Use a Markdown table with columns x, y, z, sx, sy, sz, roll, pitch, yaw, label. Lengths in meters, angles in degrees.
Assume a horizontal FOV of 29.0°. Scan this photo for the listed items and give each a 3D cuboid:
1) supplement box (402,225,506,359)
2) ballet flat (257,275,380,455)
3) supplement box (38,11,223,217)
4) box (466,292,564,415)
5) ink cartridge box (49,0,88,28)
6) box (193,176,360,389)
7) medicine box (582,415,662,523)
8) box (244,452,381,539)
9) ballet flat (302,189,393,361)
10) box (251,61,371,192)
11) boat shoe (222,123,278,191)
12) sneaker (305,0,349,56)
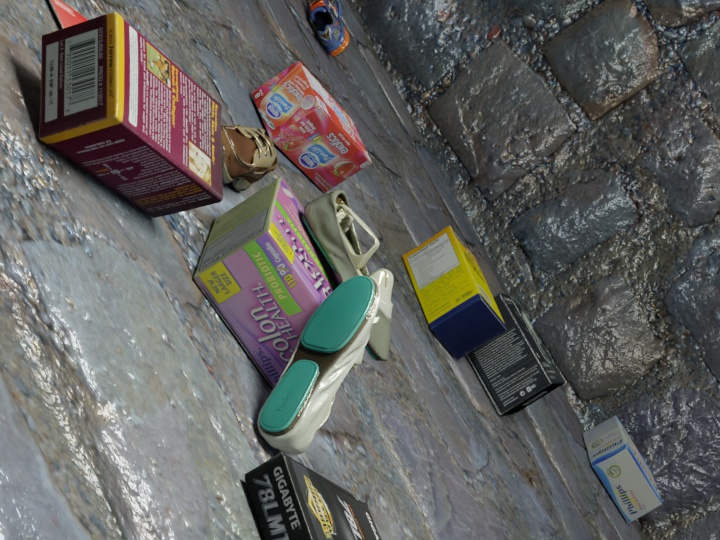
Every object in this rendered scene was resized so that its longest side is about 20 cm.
| x | y | z | sx | sy | sz | roll | pitch | yaw | label |
| --- | --- | --- | --- | --- | --- | --- | --- | --- | --- |
| 0.168 | 0.039 | 2.514 | 0.110 | 0.108 | 0.201 | 48 | 16 | -42 | supplement box |
| -0.036 | 0.097 | 1.390 | 0.069 | 0.201 | 0.070 | 26 | -25 | 13 | ballet flat |
| -0.213 | -0.142 | 1.322 | 0.200 | 0.085 | 0.112 | 40 | 42 | -59 | supplement box |
| 0.284 | 0.162 | 2.679 | 0.198 | 0.123 | 0.200 | 59 | 11 | 11 | box |
| -0.249 | -0.213 | 1.526 | 0.178 | 0.044 | 0.200 | 64 | 12 | 18 | ink cartridge box |
| -0.083 | 0.019 | 1.517 | 0.177 | 0.096 | 0.200 | 56 | 12 | -16 | box |
| 0.646 | 0.489 | 3.442 | 0.183 | 0.102 | 0.200 | 56 | 11 | -13 | medicine box |
| -0.015 | 0.284 | 1.263 | 0.198 | 0.049 | 0.201 | 40 | 22 | -56 | box |
| 0.000 | 0.000 | 1.519 | 0.201 | 0.063 | 0.067 | 64 | 12 | 20 | ballet flat |
| -0.074 | -0.220 | 2.164 | 0.200 | 0.095 | 0.100 | 41 | 21 | -57 | box |
| -0.141 | -0.147 | 1.683 | 0.200 | 0.071 | 0.076 | 12 | 54 | -86 | boat shoe |
| -0.081 | -0.567 | 3.092 | 0.078 | 0.075 | 0.201 | 41 | 20 | -48 | sneaker |
